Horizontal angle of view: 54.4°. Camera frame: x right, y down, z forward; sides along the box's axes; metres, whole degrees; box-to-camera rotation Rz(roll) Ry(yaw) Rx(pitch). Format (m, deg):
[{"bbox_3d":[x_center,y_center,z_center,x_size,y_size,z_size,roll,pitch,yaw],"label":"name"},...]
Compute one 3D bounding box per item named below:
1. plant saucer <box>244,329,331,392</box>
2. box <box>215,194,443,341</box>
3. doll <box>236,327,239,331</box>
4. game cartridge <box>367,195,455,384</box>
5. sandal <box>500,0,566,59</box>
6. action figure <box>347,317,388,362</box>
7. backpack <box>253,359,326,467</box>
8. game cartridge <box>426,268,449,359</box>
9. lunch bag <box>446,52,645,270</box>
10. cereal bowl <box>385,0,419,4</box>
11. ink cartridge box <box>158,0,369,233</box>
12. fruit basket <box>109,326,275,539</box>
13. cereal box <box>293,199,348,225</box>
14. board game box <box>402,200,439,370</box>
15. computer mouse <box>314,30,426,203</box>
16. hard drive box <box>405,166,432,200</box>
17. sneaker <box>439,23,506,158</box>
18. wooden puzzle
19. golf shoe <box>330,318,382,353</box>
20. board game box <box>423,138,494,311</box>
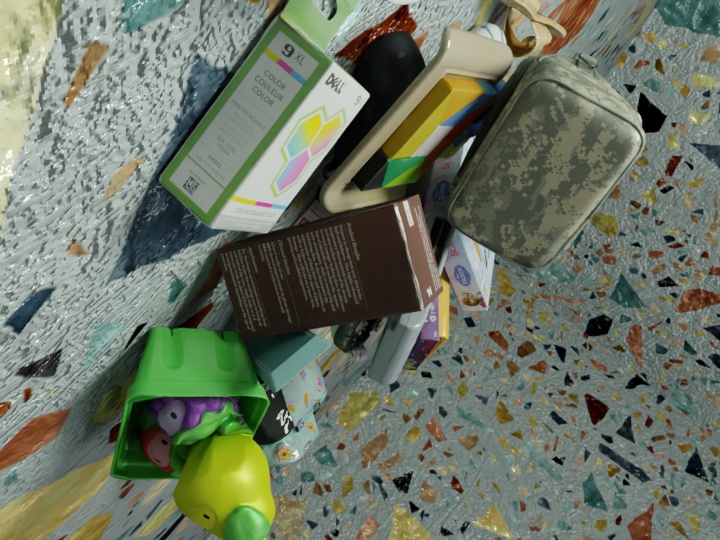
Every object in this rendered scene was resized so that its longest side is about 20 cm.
[{"bbox_3d":[-0.086,0.078,0.730,0.070,0.019,0.200,-39,-167,-12],"label":"plant saucer"},{"bbox_3d":[-0.031,-0.001,0.680,0.200,0.100,0.075,-11,-171,27],"label":"box"},{"bbox_3d":[-0.115,0.035,0.860,0.136,0.048,0.200,-53,174,-44],"label":"doll"},{"bbox_3d":[0.061,0.024,0.789,0.133,0.041,0.200,102,9,-49],"label":"game cartridge"},{"bbox_3d":[0.203,-0.310,0.902,0.070,0.078,0.212,-59,159,17],"label":"sandal"},{"bbox_3d":[-0.002,0.014,0.854,0.200,0.134,0.149,-3,120,-57],"label":"action figure"},{"bbox_3d":[-0.137,0.183,0.965,0.176,0.154,0.200,-17,-167,21],"label":"backpack"},{"bbox_3d":[0.097,0.026,1.031,0.176,0.032,0.200,115,-18,-67],"label":"game cartridge"},{"bbox_3d":[0.190,-0.122,0.747,0.200,0.139,0.168,-61,180,32],"label":"lunch bag"},{"bbox_3d":[0.043,-0.259,0.388,0.200,0.083,0.200,-48,170,-11],"label":"cereal bowl"},{"bbox_3d":[-0.053,-0.123,0.532,0.200,0.059,0.104,-51,170,10],"label":"ink cartridge box"},{"bbox_3d":[-0.167,0.184,0.712,0.155,0.216,0.216,6,141,-21],"label":"fruit basket"},{"bbox_3d":[0.006,-0.106,0.900,0.200,0.040,0.144,-50,168,-1],"label":"cereal box"},{"bbox_3d":[0.078,0.021,0.947,0.120,0.032,0.200,103,-9,-64],"label":"board game box"},{"bbox_3d":[0.027,-0.149,0.723,0.138,0.053,0.200,-32,155,-31],"label":"computer mouse"},{"bbox_3d":[0.072,-0.100,1.098,0.156,0.077,0.200,-50,169,3],"label":"hard drive box"},{"bbox_3d":[0.146,-0.219,0.821,0.105,0.076,0.200,-9,-128,60],"label":"sneaker"},{"bbox_3d":[0.064,-0.138,0.687,0.200,0.037,0.185,-51,165,27],"label":"wooden puzzle"},{"bbox_3d":[0.000,0.000,0.784,0.077,0.088,0.200,91,21,-57],"label":"golf shoe"},{"bbox_3d":[0.147,-0.082,0.970,0.200,0.041,0.200,62,33,-43],"label":"board game box"}]
